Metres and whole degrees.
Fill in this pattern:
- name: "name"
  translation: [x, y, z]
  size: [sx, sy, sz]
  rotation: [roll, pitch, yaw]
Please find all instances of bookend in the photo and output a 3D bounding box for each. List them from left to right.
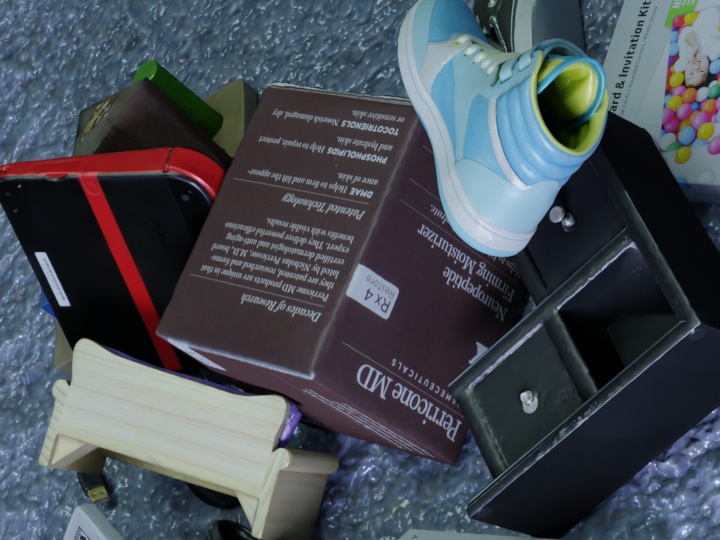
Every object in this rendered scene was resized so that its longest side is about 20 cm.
- name: "bookend"
  translation: [0.129, 0.030, 1.439]
  size: [0.199, 0.092, 0.201]
  rotation: [-42, 51, 24]

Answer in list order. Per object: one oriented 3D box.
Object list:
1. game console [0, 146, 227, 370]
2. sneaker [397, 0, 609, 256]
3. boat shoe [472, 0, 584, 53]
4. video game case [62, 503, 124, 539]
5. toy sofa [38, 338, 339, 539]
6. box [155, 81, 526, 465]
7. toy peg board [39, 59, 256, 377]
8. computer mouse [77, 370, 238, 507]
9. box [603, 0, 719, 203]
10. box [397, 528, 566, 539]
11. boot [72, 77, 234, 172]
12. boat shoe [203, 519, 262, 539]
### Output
- name: "game console"
  translation: [-0.156, -0.004, 1.635]
  size: [0.176, 0.201, 0.031]
  rotation: [-1, 41, 23]
- name: "sneaker"
  translation: [0.096, -0.122, 1.411]
  size: [0.131, 0.079, 0.201]
  rotation: [-48, 47, 40]
- name: "boat shoe"
  translation: [0.118, -0.185, 1.626]
  size: [0.063, 0.071, 0.201]
  rotation: [-23, 44, 29]
- name: "video game case"
  translation: [-0.157, 0.274, 1.526]
  size: [0.200, 0.018, 0.144]
  rotation: [42, 120, 38]
- name: "toy sofa"
  translation: [-0.119, 0.119, 1.592]
  size: [0.199, 0.083, 0.098]
  rotation: [14, 87, 26]
- name: "box"
  translation: [0.000, 0.000, 1.546]
  size: [0.164, 0.166, 0.201]
  rotation: [12, 74, 45]
- name: "toy peg board"
  translation: [-0.187, -0.055, 1.777]
  size: [0.199, 0.098, 0.201]
  rotation: [-28, 43, 26]
- name: "computer mouse"
  translation: [-0.159, 0.128, 1.697]
  size: [0.141, 0.046, 0.200]
  rotation: [-49, 44, 5]
- name: "box"
  translation: [0.247, -0.120, 1.491]
  size: [0.199, 0.041, 0.157]
  rotation: [6, 71, 44]
- name: "box"
  translation: [0.071, 0.215, 1.394]
  size: [0.199, 0.036, 0.144]
  rotation: [-3, 24, 41]
- name: "boot"
  translation: [-0.098, -0.093, 1.654]
  size: [0.187, 0.200, 0.064]
  rotation: [-57, 16, -13]
- name: "boat shoe"
  translation: [-0.051, 0.220, 1.529]
  size: [0.200, 0.074, 0.063]
  rotation: [20, 92, 51]
